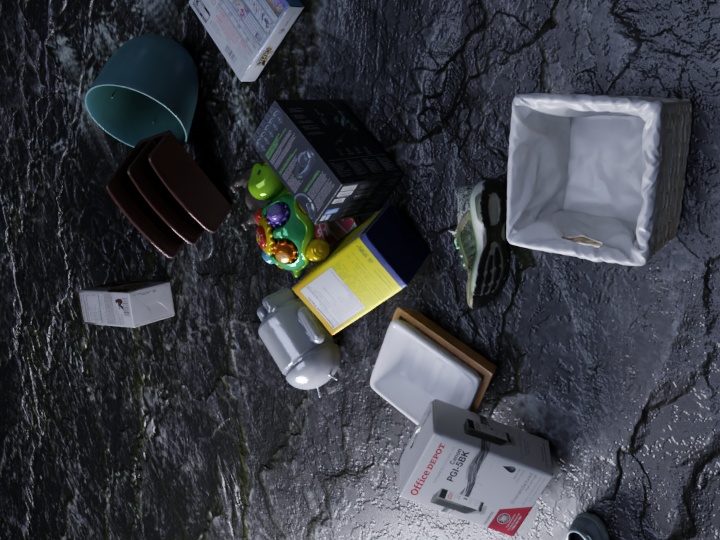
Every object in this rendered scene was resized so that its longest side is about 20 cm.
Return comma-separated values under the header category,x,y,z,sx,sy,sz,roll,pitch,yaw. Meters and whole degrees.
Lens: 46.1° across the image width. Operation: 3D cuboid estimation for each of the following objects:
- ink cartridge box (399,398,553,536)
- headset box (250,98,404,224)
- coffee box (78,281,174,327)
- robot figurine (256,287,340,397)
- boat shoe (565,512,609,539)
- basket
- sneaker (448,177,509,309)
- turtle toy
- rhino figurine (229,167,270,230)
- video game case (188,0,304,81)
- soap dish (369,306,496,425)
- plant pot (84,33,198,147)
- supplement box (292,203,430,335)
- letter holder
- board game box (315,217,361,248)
category,x,y,z,sx,sy,sz,roll,pitch,yaw
ink cartridge box,0.174,0.306,1.305,0.197,0.083,0.148,20,120,-6
headset box,-0.058,-0.189,1.381,0.201,0.173,0.093,51,125,17
coffee box,-0.520,0.072,1.875,0.198,0.112,0.081,0,101,40
robot figurine,-0.111,0.132,1.546,0.201,0.112,0.170,56,149,15
boat shoe,0.356,0.470,1.266,0.070,0.071,0.203,-23,85,41
basket,0.311,-0.127,1.098,0.196,0.160,0.203,12,108,37
sneaker,0.176,-0.043,1.302,0.088,0.076,0.203,14,105,50
turtle toy,-0.130,-0.087,1.424,0.145,0.100,0.203,-4,97,67
rhino figurine,-0.178,-0.103,1.560,0.087,0.059,0.202,-42,60,39
video game case,-0.209,-0.479,1.521,0.181,0.045,0.201,-46,71,39
soap dish,0.119,0.173,1.384,0.199,0.081,0.159,35,121,29
plant pot,-0.400,-0.349,1.615,0.199,0.200,0.163,-9,54,40
supplement box,0.000,0.000,1.405,0.109,0.110,0.199,49,130,-8
letter holder,-0.366,-0.137,1.616,0.100,0.143,0.201,-8,132,40
board game box,-0.085,-0.139,1.497,0.095,0.030,0.202,-35,79,26
